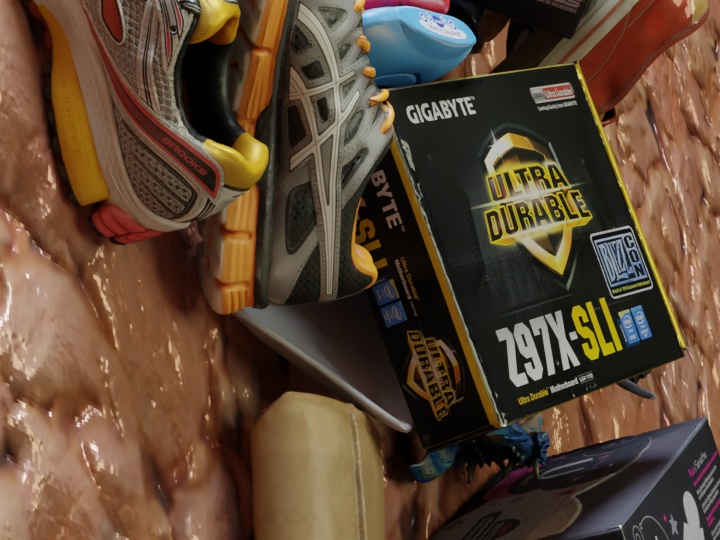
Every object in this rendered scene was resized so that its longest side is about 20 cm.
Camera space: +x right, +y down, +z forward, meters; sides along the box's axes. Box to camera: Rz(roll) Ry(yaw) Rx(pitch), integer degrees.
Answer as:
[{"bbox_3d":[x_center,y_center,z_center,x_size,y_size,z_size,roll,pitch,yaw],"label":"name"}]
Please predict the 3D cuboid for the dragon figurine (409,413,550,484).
[{"bbox_3d":[0.048,0.069,1.295,0.200,0.059,0.100,-13,84,-74],"label":"dragon figurine"}]

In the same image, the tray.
[{"bbox_3d":[0.000,0.000,1.228,0.107,0.022,0.200,36,32,-6],"label":"tray"}]

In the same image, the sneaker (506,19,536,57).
[{"bbox_3d":[0.139,-0.172,1.407,0.066,0.200,0.091,24,35,-25],"label":"sneaker"}]

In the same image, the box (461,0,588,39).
[{"bbox_3d":[0.053,-0.219,1.350,0.200,0.160,0.044,-75,-175,-47],"label":"box"}]

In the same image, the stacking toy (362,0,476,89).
[{"bbox_3d":[-0.034,-0.169,1.204,0.116,0.109,0.201,4,63,-63],"label":"stacking toy"}]

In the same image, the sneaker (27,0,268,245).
[{"bbox_3d":[-0.087,-0.116,1.047,0.078,0.082,0.201,-28,103,-66],"label":"sneaker"}]

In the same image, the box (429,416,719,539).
[{"bbox_3d":[0.113,0.163,1.321,0.200,0.132,0.115,-29,103,-67],"label":"box"}]

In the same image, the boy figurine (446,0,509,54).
[{"bbox_3d":[0.058,-0.189,1.451,0.200,0.064,0.125,-62,146,-60],"label":"boy figurine"}]

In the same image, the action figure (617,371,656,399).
[{"bbox_3d":[0.104,-0.001,1.427,0.200,0.102,0.119,-102,166,-46],"label":"action figure"}]

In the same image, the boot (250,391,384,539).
[{"bbox_3d":[-0.029,0.147,1.085,0.175,0.066,0.201,57,29,-66],"label":"boot"}]

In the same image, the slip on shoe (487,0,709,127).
[{"bbox_3d":[0.103,-0.089,1.355,0.061,0.200,0.074,36,23,-18],"label":"slip on shoe"}]

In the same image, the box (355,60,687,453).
[{"bbox_3d":[0.068,-0.012,1.221,0.200,0.049,0.160,-13,83,-58],"label":"box"}]

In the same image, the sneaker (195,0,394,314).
[{"bbox_3d":[-0.021,-0.078,1.104,0.078,0.077,0.201,-117,-146,-67],"label":"sneaker"}]
